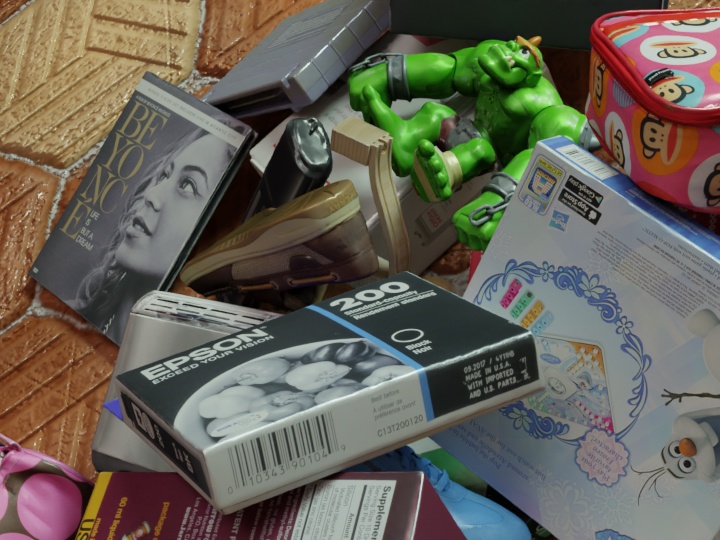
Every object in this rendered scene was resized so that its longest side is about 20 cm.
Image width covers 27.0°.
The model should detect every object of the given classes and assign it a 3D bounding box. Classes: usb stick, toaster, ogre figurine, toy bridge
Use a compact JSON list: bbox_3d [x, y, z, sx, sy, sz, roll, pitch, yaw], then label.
[{"bbox_3d":[-0.065,-0.031,1.080,0.032,0.201,0.056,-2,56,-26],"label":"usb stick"},{"bbox_3d":[-0.086,0.089,1.009,0.198,0.113,0.131,9,89,38],"label":"toaster"},{"bbox_3d":[0.077,-0.098,1.004,0.119,0.099,0.200,-26,24,-11],"label":"ogre figurine"},{"bbox_3d":[0.000,0.000,1.023,0.067,0.202,0.027,26,34,26],"label":"toy bridge"}]

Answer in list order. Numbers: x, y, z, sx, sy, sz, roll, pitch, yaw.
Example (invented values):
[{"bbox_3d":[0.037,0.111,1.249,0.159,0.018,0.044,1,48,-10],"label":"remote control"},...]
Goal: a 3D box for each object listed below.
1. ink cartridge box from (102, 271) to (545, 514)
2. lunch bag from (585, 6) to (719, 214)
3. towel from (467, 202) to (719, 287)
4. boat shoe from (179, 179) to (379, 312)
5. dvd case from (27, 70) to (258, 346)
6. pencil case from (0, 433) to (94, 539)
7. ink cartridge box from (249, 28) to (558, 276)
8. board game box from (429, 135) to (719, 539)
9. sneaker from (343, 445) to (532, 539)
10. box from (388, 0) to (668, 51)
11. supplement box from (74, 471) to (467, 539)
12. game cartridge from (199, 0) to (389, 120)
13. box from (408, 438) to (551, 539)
[{"bbox_3d":[-0.032,0.056,0.841,0.196,0.044,0.199,-19,18,-23],"label":"ink cartridge box"},{"bbox_3d":[0.236,-0.106,0.885,0.197,0.083,0.177,-5,29,-9],"label":"lunch bag"},{"bbox_3d":[0.151,0.030,0.928,0.198,0.022,0.147,-3,74,37],"label":"towel"},{"bbox_3d":[-0.053,-0.001,0.997,0.072,0.073,0.199,-37,10,-37],"label":"boat shoe"},{"bbox_3d":[-0.181,-0.053,1.222,0.148,0.016,0.201,30,89,40],"label":"dvd case"},{"bbox_3d":[-0.267,0.220,1.048,0.090,0.094,0.202,10,62,33],"label":"pencil case"},{"bbox_3d":[0.037,-0.096,1.127,0.200,0.083,0.146,-42,48,-6],"label":"ink cartridge box"},{"bbox_3d":[0.146,0.060,0.863,0.199,0.043,0.201,36,117,22],"label":"board game box"},{"bbox_3d":[0.011,0.123,0.897,0.197,0.066,0.080,14,91,6],"label":"sneaker"},{"bbox_3d":[0.135,-0.261,1.099,0.197,0.125,0.199,6,37,12],"label":"box"},{"bbox_3d":[-0.045,0.169,0.791,0.197,0.111,0.086,-4,51,25],"label":"supplement box"},{"bbox_3d":[-0.047,-0.171,1.198,0.129,0.039,0.199,-42,18,-22],"label":"game cartridge"},{"bbox_3d":[0.098,0.104,0.978,0.199,0.036,0.145,-37,48,1],"label":"box"}]
